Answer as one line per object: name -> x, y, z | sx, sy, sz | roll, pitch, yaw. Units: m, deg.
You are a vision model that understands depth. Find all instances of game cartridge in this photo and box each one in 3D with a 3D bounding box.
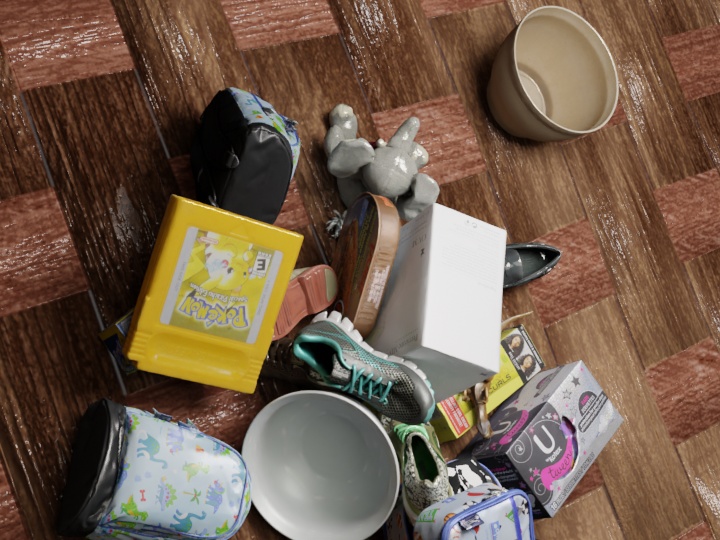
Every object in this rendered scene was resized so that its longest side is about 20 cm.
game cartridge -> -0.171, 0.032, 1.352 | 0.174, 0.032, 0.203 | 15, 94, -33

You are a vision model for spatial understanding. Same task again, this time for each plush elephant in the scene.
plush elephant -> 0.031, -0.142, 1.576 | 0.163, 0.154, 0.202 | 31, 61, -18

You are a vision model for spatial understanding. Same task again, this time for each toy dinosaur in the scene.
toy dinosaur -> 0.168, 0.127, 1.585 | 0.106, 0.060, 0.203 | 36, 62, -44

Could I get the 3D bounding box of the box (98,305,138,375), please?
box -> -0.220, 0.041, 1.422 | 0.199, 0.070, 0.065 | -39, 98, -33

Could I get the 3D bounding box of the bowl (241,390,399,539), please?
bowl -> -0.041, 0.231, 1.429 | 0.203, 0.200, 0.090 | 56, 19, -3

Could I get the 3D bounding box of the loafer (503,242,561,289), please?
loafer -> 0.207, -0.007, 1.690 | 0.198, 0.070, 0.069 | -11, 80, -33

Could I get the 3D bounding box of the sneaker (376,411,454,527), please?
sneaker -> 0.071, 0.215, 1.419 | 0.076, 0.090, 0.201 | -12, 44, -12

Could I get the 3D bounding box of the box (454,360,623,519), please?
box -> 0.246, 0.235, 1.601 | 0.115, 0.132, 0.200 | 51, 57, -8

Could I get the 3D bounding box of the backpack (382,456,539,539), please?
backpack -> 0.120, 0.343, 1.480 | 0.198, 0.153, 0.194 | -20, 88, -33

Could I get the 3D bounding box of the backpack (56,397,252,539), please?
backpack -> -0.223, 0.247, 1.329 | 0.199, 0.153, 0.166 | 32, 54, -33

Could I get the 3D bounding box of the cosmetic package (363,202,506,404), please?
cosmetic package -> 0.083, 0.055, 1.511 | 0.121, 0.199, 0.203 | 18, 61, -24

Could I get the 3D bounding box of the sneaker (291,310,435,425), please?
sneaker -> -0.003, 0.127, 1.388 | 0.198, 0.079, 0.091 | 31, 22, 23

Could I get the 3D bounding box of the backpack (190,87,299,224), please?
backpack -> -0.148, -0.142, 1.452 | 0.152, 0.165, 0.200 | 7, 27, -36

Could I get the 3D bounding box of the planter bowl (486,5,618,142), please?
planter bowl -> 0.277, -0.283, 1.778 | 0.197, 0.134, 0.204 | 9, 71, -28

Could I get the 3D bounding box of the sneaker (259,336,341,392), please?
sneaker -> -0.097, 0.105, 1.472 | 0.197, 0.075, 0.072 | 19, 66, -25

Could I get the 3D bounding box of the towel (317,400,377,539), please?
towel -> 0.008, 0.256, 1.525 | 0.086, 0.018, 0.202 | 35, 60, -22

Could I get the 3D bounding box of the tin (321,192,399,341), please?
tin -> 0.000, 0.000, 1.508 | 0.041, 0.112, 0.203 | 11, 106, -22

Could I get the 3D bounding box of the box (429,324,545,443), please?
box -> 0.170, 0.157, 1.629 | 0.199, 0.050, 0.076 | -32, 93, -33

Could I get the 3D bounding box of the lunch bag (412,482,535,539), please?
lunch bag -> 0.144, 0.351, 1.349 | 0.158, 0.075, 0.204 | -12, 98, -36

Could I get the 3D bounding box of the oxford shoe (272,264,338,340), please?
oxford shoe -> -0.116, 0.046, 1.471 | 0.198, 0.073, 0.072 | -19, 102, -45
